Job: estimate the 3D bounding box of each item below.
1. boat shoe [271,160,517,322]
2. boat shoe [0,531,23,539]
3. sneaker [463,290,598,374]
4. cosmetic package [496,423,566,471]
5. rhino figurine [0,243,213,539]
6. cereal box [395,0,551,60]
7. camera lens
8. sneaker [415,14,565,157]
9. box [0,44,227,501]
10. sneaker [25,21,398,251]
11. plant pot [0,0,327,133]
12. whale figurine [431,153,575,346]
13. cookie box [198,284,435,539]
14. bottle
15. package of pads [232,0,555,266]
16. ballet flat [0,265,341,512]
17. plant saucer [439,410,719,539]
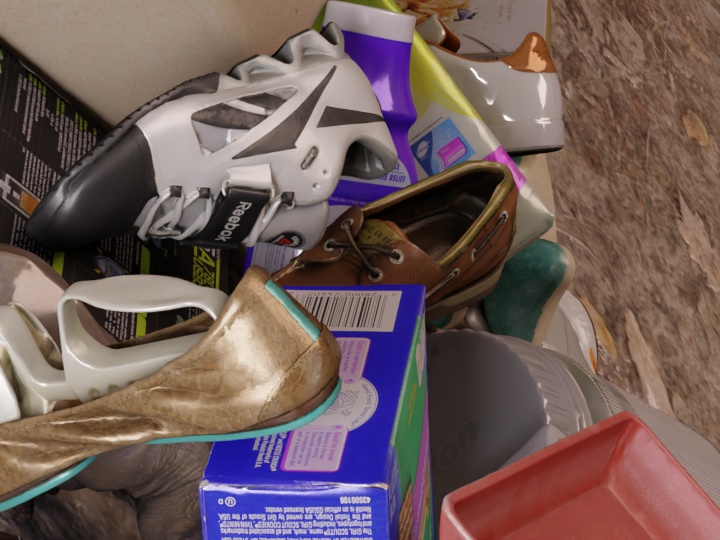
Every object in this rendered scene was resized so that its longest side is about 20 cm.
[{"bbox_3d":[0.000,0.000,1.109,0.072,0.068,0.200,37,44,20],"label":"boat shoe"},{"bbox_3d":[-0.152,0.147,0.803,0.072,0.072,0.200,42,13,-11],"label":"boat shoe"},{"bbox_3d":[0.124,0.088,1.440,0.092,0.076,0.200,13,35,-46],"label":"sneaker"},{"bbox_3d":[0.087,0.161,0.954,0.101,0.071,0.200,39,25,-13],"label":"cosmetic package"},{"bbox_3d":[-0.112,0.067,0.966,0.200,0.087,0.060,43,24,-19],"label":"rhino figurine"},{"bbox_3d":[0.018,-0.145,1.435,0.144,0.199,0.040,-81,167,-63],"label":"cereal box"},{"bbox_3d":[0.096,0.131,1.179,0.200,0.160,0.160,29,31,-43],"label":"camera lens"},{"bbox_3d":[0.017,-0.103,1.347,0.073,0.199,0.085,-14,99,-81],"label":"sneaker"},{"bbox_3d":[-0.143,-0.009,1.083,0.193,0.047,0.200,43,22,-27],"label":"box"},{"bbox_3d":[-0.058,-0.042,1.058,0.200,0.074,0.089,-30,82,-36],"label":"sneaker"},{"bbox_3d":[-0.117,-0.181,1.174,0.177,0.200,0.200,58,39,-30],"label":"plant pot"},{"bbox_3d":[0.060,-0.033,1.400,0.103,0.159,0.200,9,32,-26],"label":"whale figurine"},{"bbox_3d":[-0.011,0.131,0.945,0.171,0.075,0.201,-76,165,-64],"label":"cookie box"},{"bbox_3d":[-0.012,-0.036,1.191,0.083,0.201,0.065,7,7,-40],"label":"bottle"},{"bbox_3d":[-0.013,-0.060,1.275,0.200,0.154,0.068,54,0,2],"label":"package of pads"},{"bbox_3d":[-0.102,0.040,0.869,0.072,0.200,0.068,62,32,-20],"label":"ballet flat"},{"bbox_3d":[0.124,0.155,0.888,0.200,0.037,0.199,49,24,13],"label":"plant saucer"}]
